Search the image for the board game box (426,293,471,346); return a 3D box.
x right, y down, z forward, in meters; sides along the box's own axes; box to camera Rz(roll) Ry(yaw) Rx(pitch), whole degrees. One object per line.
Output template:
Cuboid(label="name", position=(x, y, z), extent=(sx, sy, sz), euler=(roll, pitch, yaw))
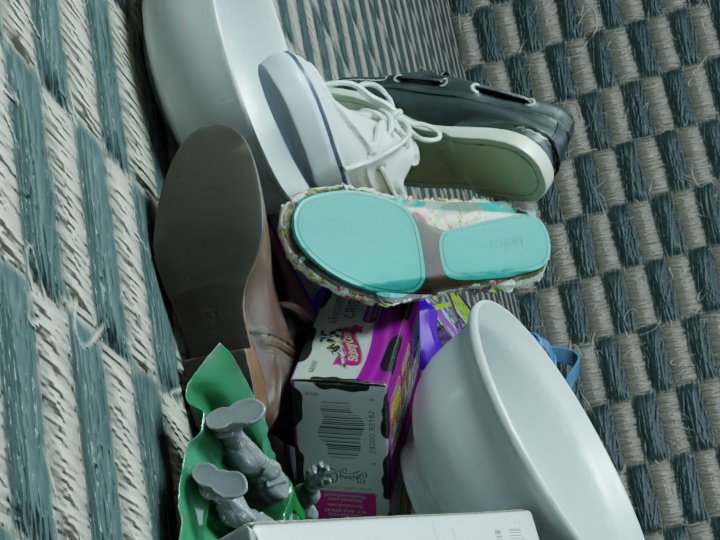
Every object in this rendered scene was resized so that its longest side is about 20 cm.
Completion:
Cuboid(label="board game box", position=(0.050, 0.020, 1.334), extent=(0.200, 0.032, 0.120), euler=(52, 10, -40))

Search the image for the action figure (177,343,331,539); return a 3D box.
Cuboid(label="action figure", position=(-0.048, 0.139, 0.948), extent=(0.200, 0.055, 0.118), euler=(66, 33, -56))

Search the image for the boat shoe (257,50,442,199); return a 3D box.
Cuboid(label="boat shoe", position=(0.007, -0.073, 1.070), extent=(0.075, 0.086, 0.202), euler=(55, -5, 44))

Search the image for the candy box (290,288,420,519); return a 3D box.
Cuboid(label="candy box", position=(0.001, 0.119, 1.088), extent=(0.136, 0.061, 0.200), euler=(-69, 159, -61))

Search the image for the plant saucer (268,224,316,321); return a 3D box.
Cuboid(label="plant saucer", position=(-0.008, 0.005, 1.307), extent=(0.201, 0.051, 0.201), euler=(59, 10, -17))

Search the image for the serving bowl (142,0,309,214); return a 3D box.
Cuboid(label="serving bowl", position=(-0.092, -0.126, 1.096), extent=(0.200, 0.066, 0.201), euler=(-14, 90, -81))

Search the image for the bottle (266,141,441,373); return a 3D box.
Cuboid(label="bottle", position=(0.000, 0.000, 1.186), extent=(0.200, 0.083, 0.065), euler=(63, -24, 15))

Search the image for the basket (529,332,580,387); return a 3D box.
Cuboid(label="basket", position=(0.094, 0.108, 1.541), extent=(0.200, 0.176, 0.139), euler=(-58, 148, -59))

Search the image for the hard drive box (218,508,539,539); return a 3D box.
Cuboid(label="hard drive box", position=(0.016, 0.205, 0.858), extent=(0.200, 0.077, 0.156), euler=(6, 60, -44))

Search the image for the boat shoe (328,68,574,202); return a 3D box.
Cuboid(label="boat shoe", position=(0.051, -0.099, 1.126), extent=(0.066, 0.199, 0.075), euler=(-50, 132, -28))

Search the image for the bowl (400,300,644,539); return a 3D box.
Cuboid(label="bowl", position=(0.086, 0.126, 1.032), extent=(0.201, 0.090, 0.201), euler=(53, 16, -21))

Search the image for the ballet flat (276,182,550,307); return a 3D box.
Cuboid(label="ballet flat", position=(0.026, -0.010, 1.050), extent=(0.200, 0.064, 0.076), euler=(5, 77, -33))

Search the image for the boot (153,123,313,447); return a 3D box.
Cuboid(label="boot", position=(-0.061, 0.017, 1.060), extent=(0.200, 0.064, 0.187), euler=(17, 72, -75))
